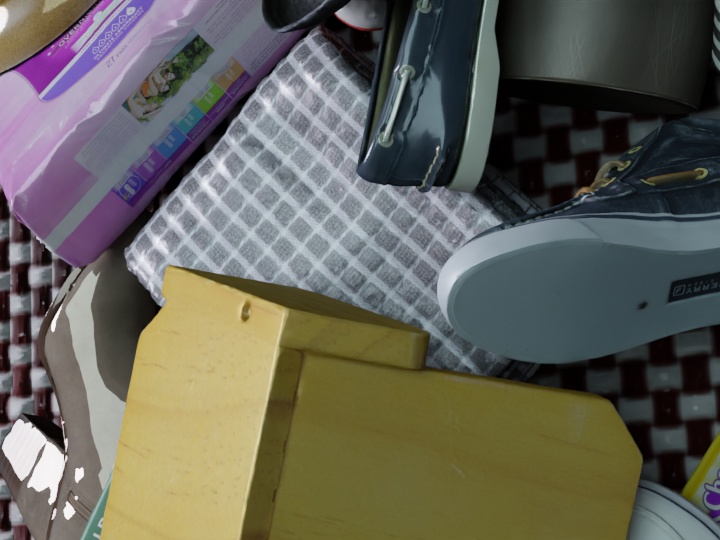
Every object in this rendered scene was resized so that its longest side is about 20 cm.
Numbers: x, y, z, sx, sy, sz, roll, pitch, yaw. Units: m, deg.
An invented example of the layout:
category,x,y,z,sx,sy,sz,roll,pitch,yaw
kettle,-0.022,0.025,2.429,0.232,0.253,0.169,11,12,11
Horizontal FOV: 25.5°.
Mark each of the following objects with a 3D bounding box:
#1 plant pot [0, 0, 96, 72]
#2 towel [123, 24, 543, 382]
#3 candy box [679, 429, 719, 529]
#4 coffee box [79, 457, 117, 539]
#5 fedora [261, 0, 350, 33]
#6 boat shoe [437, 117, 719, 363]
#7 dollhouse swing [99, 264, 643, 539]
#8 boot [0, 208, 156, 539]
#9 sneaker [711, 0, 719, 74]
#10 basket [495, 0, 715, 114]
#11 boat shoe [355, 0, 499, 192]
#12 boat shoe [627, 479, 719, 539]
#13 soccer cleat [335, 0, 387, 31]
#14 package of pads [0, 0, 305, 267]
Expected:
category,x,y,z,sx,sy,sz,roll,pitch,yaw
plant pot,-0.188,-0.200,0.922,0.200,0.027,0.200,-25,44,27
towel,0.000,0.000,0.799,0.200,0.086,0.166,43,100,13
candy box,0.213,0.096,0.734,0.102,0.026,0.200,33,97,30
coffee box,-0.046,0.165,0.799,0.200,0.044,0.123,24,94,4
fedora,-0.023,-0.211,0.708,0.201,0.091,0.201,-48,28,36
boat shoe,0.118,-0.017,0.721,0.091,0.200,0.071,-116,27,-46
dollhouse swing,-0.002,0.117,0.740,0.182,0.175,0.201,17,97,59
boot,-0.116,0.086,0.869,0.146,0.070,0.200,34,106,28
sneaker,0.255,-0.116,0.729,0.200,0.116,0.076,0,50,-3
basket,0.120,-0.182,0.762,0.180,0.136,0.201,8,91,60
boat shoe,0.029,-0.135,0.729,0.062,0.075,0.201,5,88,-12
boat shoe,0.154,0.174,0.693,0.074,0.067,0.200,-41,60,16
soccer cleat,0.024,-0.211,0.803,0.068,0.085,0.200,15,61,9
package of pads,-0.124,-0.108,0.866,0.200,0.076,0.120,-48,39,-1
